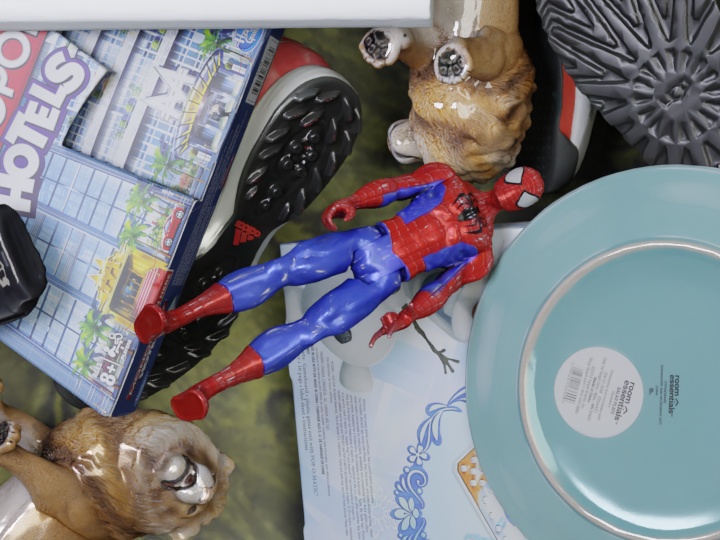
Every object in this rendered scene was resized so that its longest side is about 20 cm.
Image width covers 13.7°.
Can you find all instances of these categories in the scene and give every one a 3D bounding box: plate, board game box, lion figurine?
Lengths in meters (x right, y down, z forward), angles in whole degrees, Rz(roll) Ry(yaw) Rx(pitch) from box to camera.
[{"bbox_3d":[0.138,0.053,1.326,0.200,0.026,0.201,2,96,19],"label":"plate"},{"bbox_3d":[-0.160,-0.064,1.337,0.200,0.062,0.200,21,92,6],"label":"board game box"},{"bbox_3d":[0.047,-0.139,1.369,0.072,0.122,0.200,9,94,23],"label":"lion figurine"},{"bbox_3d":[-0.159,0.129,1.379,0.200,0.072,0.122,-44,128,5],"label":"lion figurine"},{"bbox_3d":[0.069,0.078,1.390,0.199,0.043,0.200,-4,93,23],"label":"board game box"}]

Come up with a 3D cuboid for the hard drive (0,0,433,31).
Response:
[{"bbox_3d":[-0.068,-0.170,1.295,0.200,0.026,0.132,0,81,6],"label":"hard drive"}]

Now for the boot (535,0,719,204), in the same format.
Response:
[{"bbox_3d":[0.166,-0.094,1.394,0.079,0.158,0.211,-32,92,23],"label":"boot"}]

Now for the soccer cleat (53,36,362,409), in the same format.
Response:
[{"bbox_3d":[-0.080,-0.022,1.401,0.068,0.073,0.200,30,101,-43],"label":"soccer cleat"}]

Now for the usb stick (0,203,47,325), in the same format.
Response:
[{"bbox_3d":[-0.224,0.018,1.314,0.200,0.033,0.056,-18,97,31],"label":"usb stick"}]

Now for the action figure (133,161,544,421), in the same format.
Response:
[{"bbox_3d":[0.000,0.000,1.318,0.200,0.052,0.065,-28,88,-26],"label":"action figure"}]

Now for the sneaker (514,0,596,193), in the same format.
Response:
[{"bbox_3d":[0.121,-0.142,1.439,0.108,0.067,0.202,-11,104,-28],"label":"sneaker"}]
